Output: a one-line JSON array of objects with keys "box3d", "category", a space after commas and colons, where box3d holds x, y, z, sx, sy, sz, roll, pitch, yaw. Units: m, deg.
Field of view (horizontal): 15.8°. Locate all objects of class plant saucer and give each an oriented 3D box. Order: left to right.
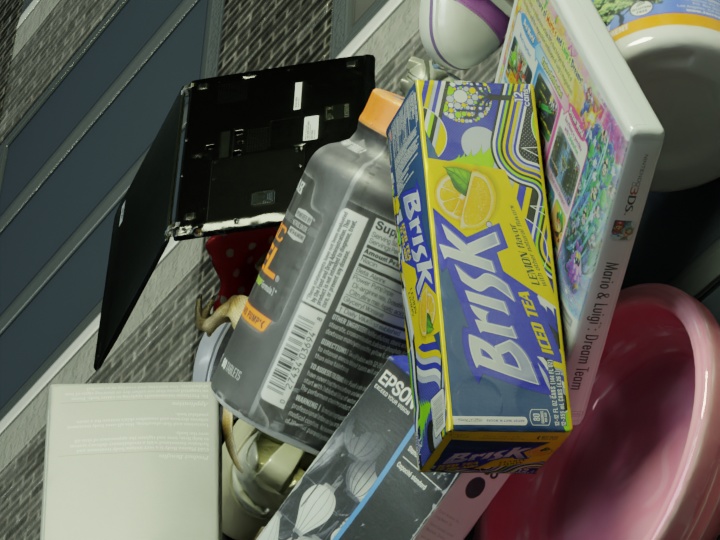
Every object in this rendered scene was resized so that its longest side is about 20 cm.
[{"box3d": [0.135, 0.107, 1.356, 0.201, 0.051, 0.201, -46, 28, 34], "category": "plant saucer"}]

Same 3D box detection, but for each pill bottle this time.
[{"box3d": [0.000, 0.000, 1.473, 0.201, 0.106, 0.106, -66, 23, 6], "category": "pill bottle"}, {"box3d": [0.164, -0.148, 1.476, 0.112, 0.112, 0.201, -48, 29, 32], "category": "pill bottle"}]

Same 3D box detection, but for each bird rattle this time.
[{"box3d": [-0.038, -0.012, 1.766, 0.163, 0.112, 0.201, 82, -170, -50], "category": "bird rattle"}]

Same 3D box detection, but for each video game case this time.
[{"box3d": [0.104, -0.049, 1.387, 0.200, 0.024, 0.183, -109, 27, -53], "category": "video game case"}]

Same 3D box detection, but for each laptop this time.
[{"box3d": [-0.080, -0.039, 1.669, 0.178, 0.199, 0.104, -90, -10, -53], "category": "laptop"}]

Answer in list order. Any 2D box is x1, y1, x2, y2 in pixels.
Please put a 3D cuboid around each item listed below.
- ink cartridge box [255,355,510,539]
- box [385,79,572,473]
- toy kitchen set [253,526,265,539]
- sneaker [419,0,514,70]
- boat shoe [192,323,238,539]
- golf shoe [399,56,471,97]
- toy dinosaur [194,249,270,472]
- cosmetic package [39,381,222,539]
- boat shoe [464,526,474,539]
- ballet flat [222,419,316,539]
[{"box3d": [0.017, 0.121, 1.406, 0.200, 0.039, 0.099, -54, 42, 0], "category": "ink cartridge box"}, {"box3d": [0.061, 0.003, 1.358, 0.064, 0.070, 0.201, 120, 148, -63], "category": "box"}, {"box3d": [-0.123, 0.223, 1.636, 0.201, 0.163, 0.181, -58, 24, 12], "category": "toy kitchen set"}, {"box3d": [0.119, -0.213, 1.666, 0.201, 0.073, 0.114, -57, 28, -5], "category": "sneaker"}, {"box3d": [-0.083, 0.111, 1.794, 0.066, 0.070, 0.201, -10, 53, 41], "category": "boat shoe"}, {"box3d": [0.068, -0.084, 1.664, 0.200, 0.097, 0.079, -28, -41, -84], "category": "golf shoe"}, {"box3d": [-0.064, 0.032, 1.596, 0.201, 0.058, 0.101, -61, 16, -24], "category": "toy dinosaur"}, {"box3d": [-0.130, 0.162, 1.482, 0.090, 0.106, 0.201, 93, 178, -48], "category": "cosmetic package"}, {"box3d": [0.049, 0.173, 1.432, 0.060, 0.075, 0.201, 124, 158, -51], "category": "boat shoe"}, {"box3d": [-0.037, 0.098, 1.592, 0.200, 0.069, 0.070, -55, 25, 22], "category": "ballet flat"}]
